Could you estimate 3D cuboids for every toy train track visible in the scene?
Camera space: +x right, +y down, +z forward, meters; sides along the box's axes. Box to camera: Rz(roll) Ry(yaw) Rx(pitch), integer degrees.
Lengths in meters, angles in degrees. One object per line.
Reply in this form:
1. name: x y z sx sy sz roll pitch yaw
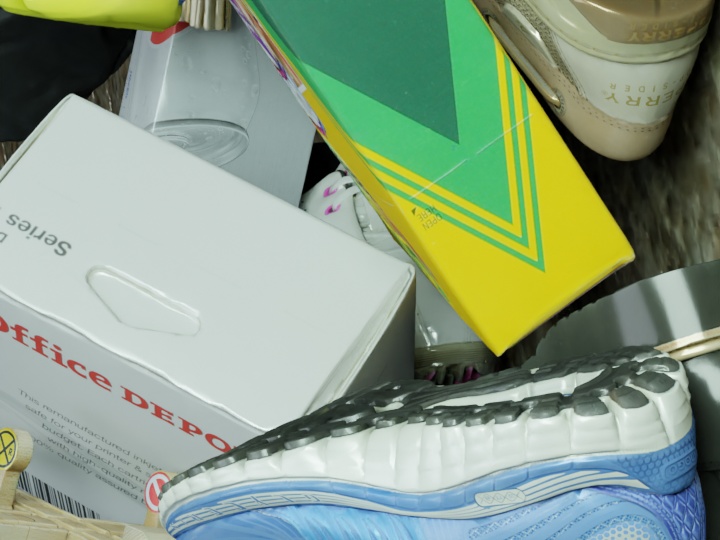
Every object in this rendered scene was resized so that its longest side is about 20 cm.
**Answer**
1. toy train track: -0.122 0.066 0.968 0.199 0.114 0.033 17 94 44

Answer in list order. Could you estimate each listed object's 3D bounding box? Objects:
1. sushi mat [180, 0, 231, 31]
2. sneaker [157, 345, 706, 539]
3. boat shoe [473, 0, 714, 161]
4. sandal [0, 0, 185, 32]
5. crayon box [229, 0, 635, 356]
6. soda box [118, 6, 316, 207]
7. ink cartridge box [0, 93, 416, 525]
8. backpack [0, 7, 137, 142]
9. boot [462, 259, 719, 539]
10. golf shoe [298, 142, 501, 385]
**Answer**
1. sushi mat: -0.075 -0.196 1.042 0.095 0.012 0.201 22 115 43
2. sneaker: 0.018 0.080 0.810 0.199 0.078 0.090 -9 100 48
3. boat shoe: 0.045 -0.113 0.883 0.200 0.071 0.065 -116 24 -44
4. sandal: -0.124 -0.147 1.011 0.200 0.079 0.087 36 112 41
5. crayon box: 0.000 -0.076 0.907 0.173 0.058 0.200 57 179 -13
6. soda box: -0.046 -0.108 1.105 0.063 0.068 0.201 -153 76 -71
7. ink cartridge box: -0.059 0.049 1.003 0.146 0.084 0.200 27 151 15
8. backpack: -0.150 -0.169 1.209 0.167 0.126 0.201 -47 43 35
9. boot: 0.083 0.090 0.858 0.200 0.077 0.139 128 127 -70
10. golf shoe: 0.000 0.000 1.098 0.200 0.072 0.093 -153 57 -71
